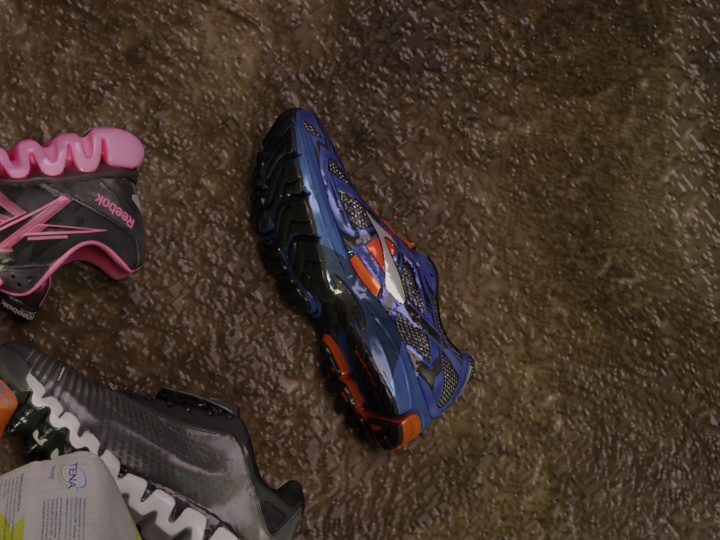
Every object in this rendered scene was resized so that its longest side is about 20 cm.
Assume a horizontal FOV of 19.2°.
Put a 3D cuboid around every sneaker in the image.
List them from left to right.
[{"bbox_3d":[-0.205,-0.017,1.149,0.198,0.079,0.096,-11,87,-20],"label":"sneaker"},{"bbox_3d":[-0.110,0.094,1.145,0.200,0.066,0.091,40,62,-7],"label":"sneaker"},{"bbox_3d":[0.000,0.000,1.216,0.078,0.075,0.202,-22,88,-33],"label":"sneaker"}]

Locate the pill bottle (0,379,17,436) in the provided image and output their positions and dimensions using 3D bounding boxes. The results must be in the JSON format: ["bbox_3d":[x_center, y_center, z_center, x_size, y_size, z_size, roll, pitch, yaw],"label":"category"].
[{"bbox_3d":[-0.243,0.129,1.021,0.106,0.106,0.201,30,94,-7],"label":"pill bottle"}]

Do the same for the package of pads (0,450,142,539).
[{"bbox_3d":[-0.117,0.203,0.985,0.068,0.201,0.155,-16,33,4],"label":"package of pads"}]
